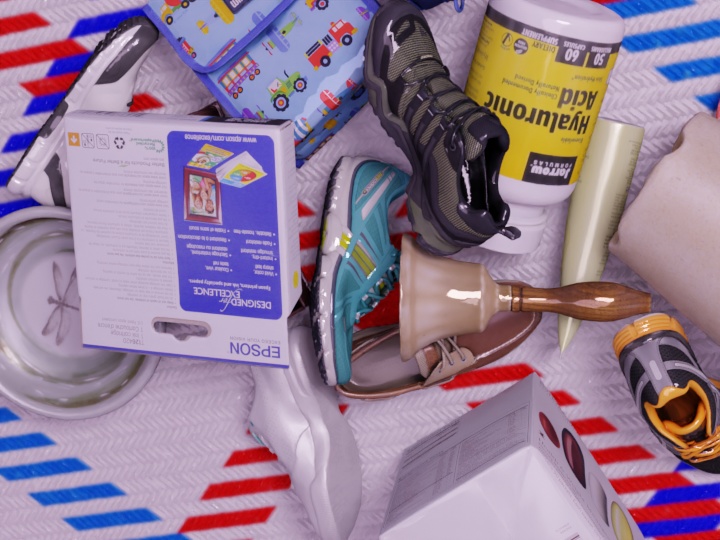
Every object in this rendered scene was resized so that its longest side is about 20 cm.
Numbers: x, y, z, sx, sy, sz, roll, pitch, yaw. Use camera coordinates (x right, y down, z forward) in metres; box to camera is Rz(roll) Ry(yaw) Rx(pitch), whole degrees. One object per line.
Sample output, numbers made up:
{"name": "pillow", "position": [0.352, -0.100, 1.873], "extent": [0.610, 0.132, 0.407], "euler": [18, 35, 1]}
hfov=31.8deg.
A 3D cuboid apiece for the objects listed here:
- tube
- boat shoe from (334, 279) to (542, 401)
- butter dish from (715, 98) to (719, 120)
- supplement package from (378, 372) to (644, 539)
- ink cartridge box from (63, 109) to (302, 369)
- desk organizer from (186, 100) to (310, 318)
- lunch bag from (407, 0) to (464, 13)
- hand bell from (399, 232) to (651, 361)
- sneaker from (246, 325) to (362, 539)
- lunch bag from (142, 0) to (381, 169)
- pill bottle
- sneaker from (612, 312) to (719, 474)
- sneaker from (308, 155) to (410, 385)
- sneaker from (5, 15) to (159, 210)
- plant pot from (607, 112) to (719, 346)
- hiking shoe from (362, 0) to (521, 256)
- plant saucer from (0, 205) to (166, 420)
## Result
{"name": "tube", "position": [0.191, -0.028, 1.060], "extent": [0.058, 0.052, 0.201], "euler": [3, 103, -37]}
{"name": "boat shoe", "position": [0.065, 0.068, 1.097], "extent": [0.199, 0.072, 0.076], "euler": [-25, 97, 13]}
{"name": "butter dish", "position": [0.403, -0.155, 0.959], "extent": [0.199, 0.148, 0.200], "euler": [25, 104, 3]}
{"name": "supplement package", "position": [0.135, 0.223, 1.054], "extent": [0.147, 0.200, 0.192], "euler": [-33, 96, 13]}
{"name": "ink cartridge box", "position": [-0.145, -0.028, 1.043], "extent": [0.196, 0.047, 0.201], "euler": [5, 110, 18]}
{"name": "desk organizer", "position": [-0.119, -0.039, 1.101], "extent": [0.071, 0.077, 0.201], "euler": [-25, 97, 13]}
{"name": "lunch bag", "position": [0.048, -0.298, 0.983], "extent": [0.132, 0.136, 0.201], "euler": [-23, 86, 14]}
{"name": "hand bell", "position": [0.132, 0.023, 1.015], "extent": [0.198, 0.104, 0.105], "euler": [0, 102, 6]}
{"name": "sneaker", "position": [-0.059, 0.152, 1.145], "extent": [0.088, 0.075, 0.201], "euler": [-12, 94, 24]}
{"name": "lunch bag", "position": [-0.074, -0.211, 1.061], "extent": [0.151, 0.094, 0.200], "euler": [-43, 82, 10]}
{"name": "pill bottle", "position": [0.134, -0.121, 1.022], "extent": [0.111, 0.111, 0.201], "euler": [16, 114, 5]}
{"name": "sneaker", "position": [0.270, 0.121, 1.044], "extent": [0.078, 0.077, 0.200], "euler": [-32, 128, 18]}
{"name": "sneaker", "position": [0.000, 0.000, 1.073], "extent": [0.079, 0.078, 0.201], "euler": [10, 81, -4]}
{"name": "sneaker", "position": [-0.228, -0.134, 1.112], "extent": [0.080, 0.074, 0.200], "euler": [33, 110, -14]}
{"name": "plant pot", "position": [0.306, -0.023, 0.993], "extent": [0.183, 0.200, 0.201], "euler": [35, 105, 11]}
{"name": "hiking shoe", "position": [0.070, -0.114, 0.959], "extent": [0.100, 0.076, 0.201], "euler": [-10, 101, 47]}
{"name": "plant saucer", "position": [-0.267, 0.035, 1.151], "extent": [0.199, 0.050, 0.202], "euler": [3, 106, 9]}
